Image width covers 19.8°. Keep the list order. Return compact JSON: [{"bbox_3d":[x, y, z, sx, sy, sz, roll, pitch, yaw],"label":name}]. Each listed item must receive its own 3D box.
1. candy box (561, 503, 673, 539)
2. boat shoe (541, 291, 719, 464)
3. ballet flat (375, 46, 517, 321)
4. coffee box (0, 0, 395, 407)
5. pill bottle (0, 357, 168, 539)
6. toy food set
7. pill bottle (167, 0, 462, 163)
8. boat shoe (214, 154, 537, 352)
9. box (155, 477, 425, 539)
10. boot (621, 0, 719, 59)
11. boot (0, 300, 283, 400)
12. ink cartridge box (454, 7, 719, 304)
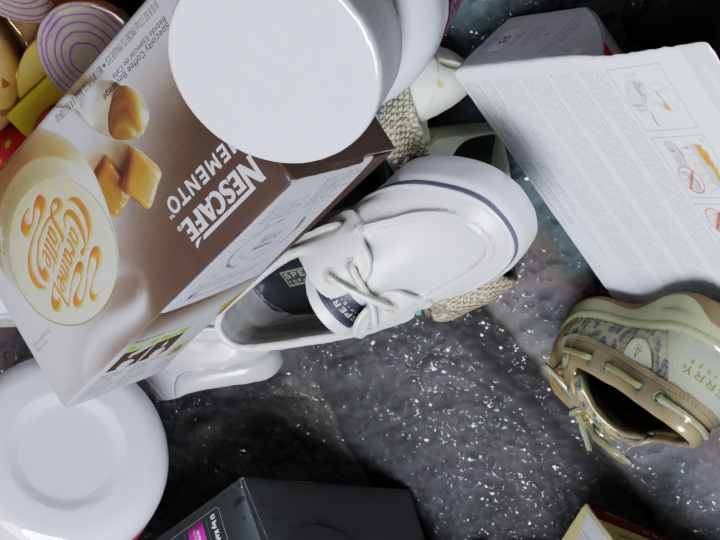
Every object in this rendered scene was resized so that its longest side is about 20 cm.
[{"bbox_3d":[0.124,0.237,1.121,0.115,0.055,0.201,24,105,-25],"label":"candy box"},{"bbox_3d":[0.131,0.055,1.001,0.073,0.063,0.200,37,166,-5],"label":"boat shoe"},{"bbox_3d":[0.032,-0.064,1.020,0.075,0.068,0.201,-20,123,7],"label":"ballet flat"},{"bbox_3d":[-0.092,-0.039,0.977,0.200,0.080,0.115,-41,77,38],"label":"coffee box"},{"bbox_3d":[-0.174,0.125,1.157,0.112,0.113,0.200,30,157,-2],"label":"pill bottle"},{"bbox_3d":[-0.162,-0.100,1.069,0.200,0.049,0.198,45,126,-12],"label":"toy food set"},{"bbox_3d":[-0.006,-0.136,0.888,0.109,0.200,0.110,10,126,14],"label":"pill bottle"},{"bbox_3d":[0.000,0.000,0.993,0.199,0.066,0.072,-11,124,46],"label":"boat shoe"},{"bbox_3d":[-0.065,0.218,1.156,0.200,0.148,0.125,-37,60,30],"label":"box"},{"bbox_3d":[0.193,-0.082,0.929,0.167,0.077,0.201,23,125,2],"label":"boot"},{"bbox_3d":[-0.141,0.033,1.136,0.199,0.074,0.096,-5,115,23],"label":"boot"},{"bbox_3d":[0.146,-0.046,0.926,0.160,0.047,0.200,53,159,-18],"label":"ink cartridge box"}]
